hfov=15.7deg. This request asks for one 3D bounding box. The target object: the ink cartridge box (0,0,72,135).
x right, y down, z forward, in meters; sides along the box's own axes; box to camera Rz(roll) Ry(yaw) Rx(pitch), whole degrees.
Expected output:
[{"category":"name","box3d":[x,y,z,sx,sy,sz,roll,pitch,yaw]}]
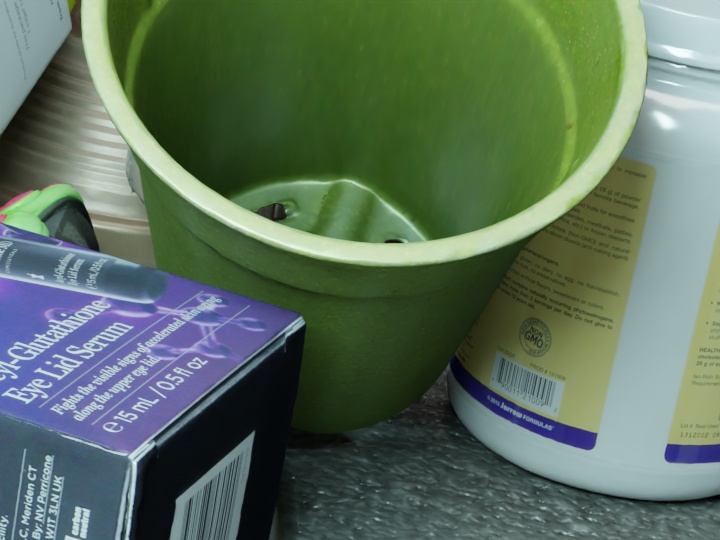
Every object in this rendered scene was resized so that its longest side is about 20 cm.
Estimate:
[{"category":"ink cartridge box","box3d":[-0.224,-0.078,1.059,0.147,0.086,0.200,2,40,20]}]

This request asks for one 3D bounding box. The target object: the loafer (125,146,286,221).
[{"category":"loafer","box3d":[-0.037,-0.069,1.191,0.063,0.072,0.199,25,33,37]}]

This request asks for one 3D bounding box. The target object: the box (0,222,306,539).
[{"category":"box","box3d":[-0.140,0.055,0.875,0.199,0.105,0.148,17,21,14]}]

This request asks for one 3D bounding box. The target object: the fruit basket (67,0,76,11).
[{"category":"fruit basket","box3d":[-0.209,-0.161,1.216,0.155,0.216,0.216,34,16,-14]}]

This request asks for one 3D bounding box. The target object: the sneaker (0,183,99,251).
[{"category":"sneaker","box3d":[-0.133,0.018,1.046,0.077,0.084,0.200,-31,7,5]}]

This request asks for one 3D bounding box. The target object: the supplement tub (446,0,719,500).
[{"category":"supplement tub","box3d":[0.120,-0.023,1.075,0.144,0.201,0.146,10,20,-4]}]

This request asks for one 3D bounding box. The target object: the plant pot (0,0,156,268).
[{"category":"plant pot","box3d":[-0.110,-0.073,1.252,0.200,0.093,0.201,9,21,-3]}]

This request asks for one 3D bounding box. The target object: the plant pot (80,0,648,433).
[{"category":"plant pot","box3d":[-0.007,-0.036,0.985,0.199,0.190,0.201,3,57,-5]}]

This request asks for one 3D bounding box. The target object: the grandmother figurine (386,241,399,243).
[{"category":"grandmother figurine","box3d":[0.000,0.000,1.164,0.121,0.061,0.200,20,23,0]}]
